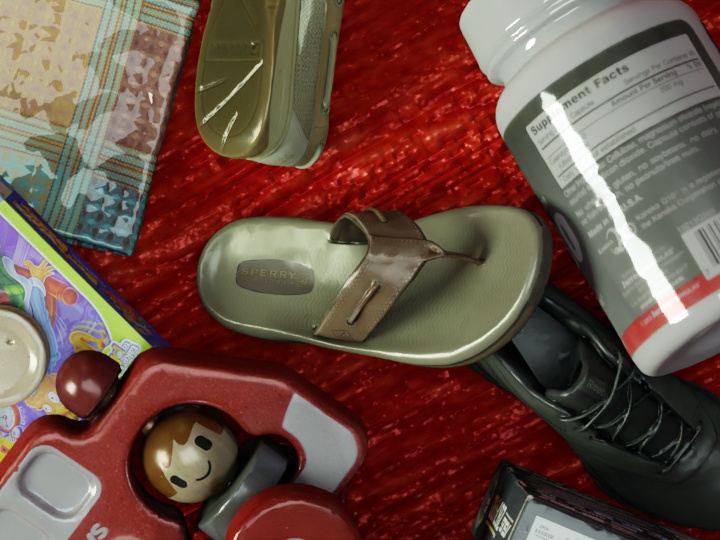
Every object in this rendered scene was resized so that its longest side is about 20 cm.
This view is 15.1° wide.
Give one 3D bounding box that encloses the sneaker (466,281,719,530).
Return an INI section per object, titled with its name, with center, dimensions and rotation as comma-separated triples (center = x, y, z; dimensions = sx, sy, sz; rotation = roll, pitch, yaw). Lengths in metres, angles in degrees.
[sneaker]
center = 0.124, 0.068, 1.358
dimensions = 0.200, 0.091, 0.076
rotation = 33, 90, -3

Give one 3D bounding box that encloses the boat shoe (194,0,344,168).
[boat shoe]
center = -0.032, -0.153, 1.363
dimensions = 0.073, 0.063, 0.201
rotation = 6, 89, 44

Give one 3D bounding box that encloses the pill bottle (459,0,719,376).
[pill bottle]
center = 0.137, -0.060, 1.325
dimensions = 0.114, 0.114, 0.200
rotation = -30, 77, 1

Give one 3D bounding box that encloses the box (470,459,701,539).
[box]
center = 0.157, 0.155, 1.327
dimensions = 0.200, 0.161, 0.049
rotation = 22, 94, -3

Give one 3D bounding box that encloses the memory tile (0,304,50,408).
[memory tile]
center = -0.266, 0.054, 1.332
dimensions = 0.200, 0.017, 0.153
rotation = -41, 96, 5

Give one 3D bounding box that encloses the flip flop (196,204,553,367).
[flip flop]
center = 0.000, 0.000, 1.328
dimensions = 0.200, 0.058, 0.081
rotation = 4, 75, 30

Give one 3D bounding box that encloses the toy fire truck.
[toy fire truck]
center = -0.099, 0.125, 1.326
dimensions = 0.168, 0.112, 0.200
rotation = 34, 100, -13

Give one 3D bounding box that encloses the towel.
[towel]
center = -0.194, -0.099, 1.379
dimensions = 0.200, 0.022, 0.147
rotation = 15, 93, -2

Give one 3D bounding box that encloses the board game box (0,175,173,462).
[board game box]
center = -0.210, 0.065, 1.365
dimensions = 0.200, 0.045, 0.134
rotation = -45, 96, 5
